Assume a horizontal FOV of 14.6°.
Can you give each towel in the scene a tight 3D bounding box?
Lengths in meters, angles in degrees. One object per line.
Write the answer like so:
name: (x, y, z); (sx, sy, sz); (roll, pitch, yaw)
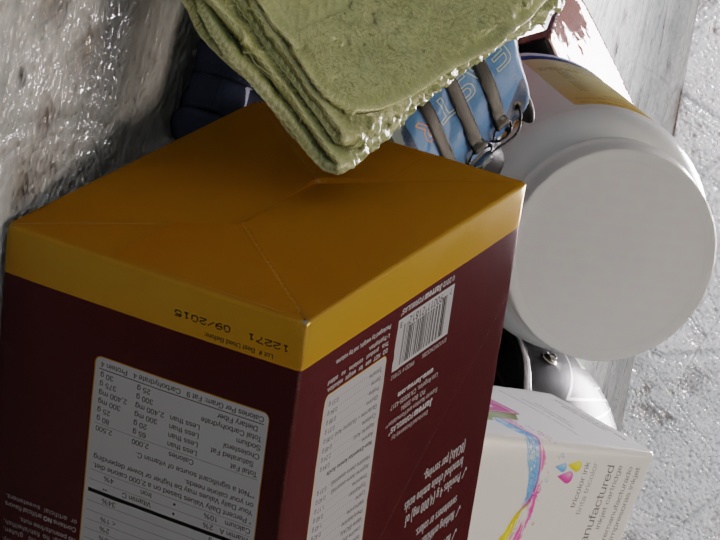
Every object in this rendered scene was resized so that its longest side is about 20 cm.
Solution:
towel: (-0.002, -0.135, 1.177); (0.036, 0.149, 0.200); (-33, -175, 46)

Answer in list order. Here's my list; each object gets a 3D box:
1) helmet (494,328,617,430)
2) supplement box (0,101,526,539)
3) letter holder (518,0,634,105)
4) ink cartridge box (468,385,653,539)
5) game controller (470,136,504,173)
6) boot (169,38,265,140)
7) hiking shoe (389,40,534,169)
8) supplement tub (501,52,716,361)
helmet: (0.059, 0.115, 1.658); (0.200, 0.190, 0.201); (12, 90, -80)
supplement box: (-0.044, 0.063, 1.155); (0.197, 0.132, 0.201); (-32, 135, -57)
letter holder: (0.130, -0.090, 1.815); (0.200, 0.100, 0.142); (62, 29, -26)
ink cartridge box: (0.031, 0.131, 1.368); (0.200, 0.085, 0.145); (10, 104, -46)
game controller: (0.050, -0.141, 1.457); (0.104, 0.042, 0.201); (30, 62, -69)
boot: (-0.040, -0.072, 1.319); (0.091, 0.073, 0.200); (-68, 159, -10)
hiking shoe: (0.036, -0.064, 1.263); (0.074, 0.086, 0.201); (-167, -90, -77)
supplement tub: (0.115, -0.037, 1.624); (0.200, 0.144, 0.145); (-125, -137, -68)
